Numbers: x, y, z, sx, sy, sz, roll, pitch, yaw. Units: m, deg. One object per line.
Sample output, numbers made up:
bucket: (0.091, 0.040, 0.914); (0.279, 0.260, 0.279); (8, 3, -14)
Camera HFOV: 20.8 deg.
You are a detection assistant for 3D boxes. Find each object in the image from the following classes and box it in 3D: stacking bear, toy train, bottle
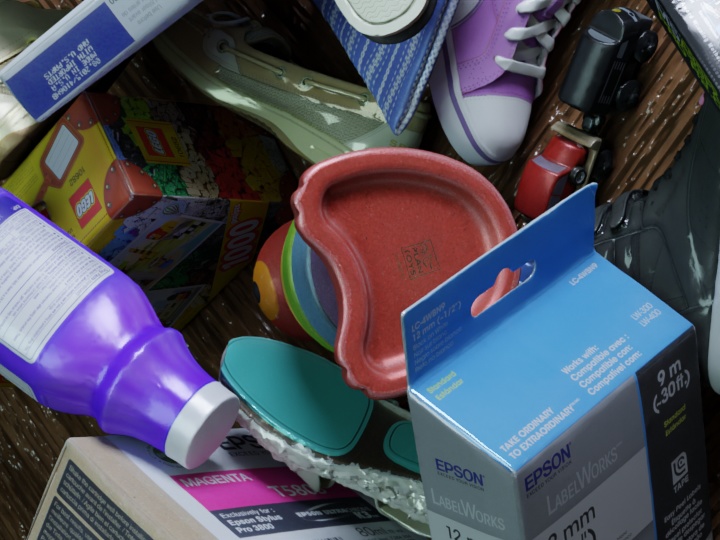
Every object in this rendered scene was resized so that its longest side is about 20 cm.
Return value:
stacking bear: (0.000, 0.000, 1.061); (0.200, 0.113, 0.122); (170, 83, -72)
toy train: (0.105, -0.043, 1.035); (0.034, 0.046, 0.201); (31, 109, 37)
bottle: (-0.156, 0.033, 1.067); (0.199, 0.065, 0.084); (33, 69, 17)

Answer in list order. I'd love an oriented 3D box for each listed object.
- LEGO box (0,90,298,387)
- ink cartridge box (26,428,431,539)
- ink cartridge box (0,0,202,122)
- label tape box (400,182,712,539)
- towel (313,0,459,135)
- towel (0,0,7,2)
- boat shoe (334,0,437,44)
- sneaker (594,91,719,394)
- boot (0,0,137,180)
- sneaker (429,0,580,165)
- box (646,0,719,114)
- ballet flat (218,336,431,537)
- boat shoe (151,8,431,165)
LEGO box: (-0.154, -0.015, 1.197); (0.200, 0.148, 0.078); (-43, 63, 33)
ink cartridge box: (-0.054, 0.158, 1.073); (0.164, 0.199, 0.076); (36, 112, 35)
ink cartridge box: (-0.089, -0.179, 1.101); (0.196, 0.200, 0.043); (-35, 100, 27)
label tape box: (0.098, 0.081, 0.927); (0.066, 0.143, 0.201); (19, 129, 39)
towel: (0.017, -0.178, 1.069); (0.200, 0.024, 0.146); (-116, 42, -59)
towel: (-0.137, -0.217, 1.161); (0.148, 0.200, 0.037); (-30, 94, 38)
boat shoe: (0.013, -0.197, 0.999); (0.071, 0.068, 0.201); (-19, 59, 17)
sneaker: (0.159, -0.044, 0.970); (0.099, 0.070, 0.202); (13, 102, 36)
boot: (-0.221, -0.157, 1.202); (0.155, 0.200, 0.073); (40, 133, -1)
sneaker: (0.097, -0.155, 1.030); (0.114, 0.072, 0.202); (4, 92, 38)
box: (0.225, -0.124, 0.884); (0.160, 0.044, 0.201); (-30, 67, 5)
ballet flat: (0.005, 0.105, 1.074); (0.199, 0.072, 0.072); (24, 107, 13)
boat shoe: (-0.043, -0.114, 1.155); (0.200, 0.073, 0.063); (36, 104, 33)
